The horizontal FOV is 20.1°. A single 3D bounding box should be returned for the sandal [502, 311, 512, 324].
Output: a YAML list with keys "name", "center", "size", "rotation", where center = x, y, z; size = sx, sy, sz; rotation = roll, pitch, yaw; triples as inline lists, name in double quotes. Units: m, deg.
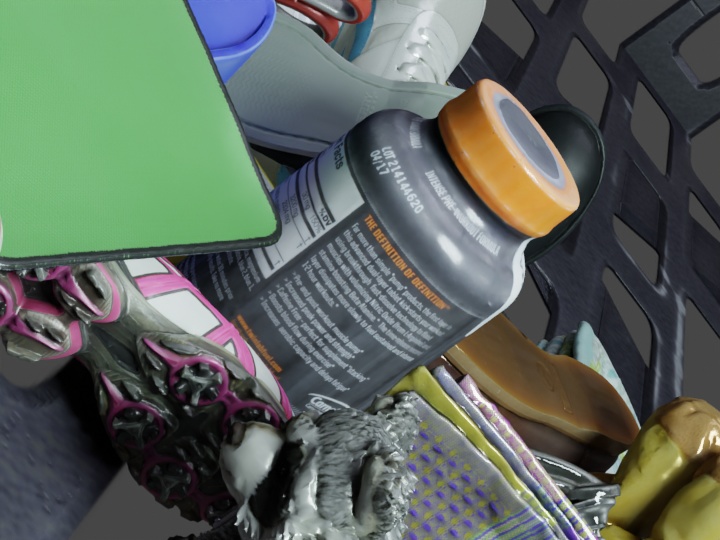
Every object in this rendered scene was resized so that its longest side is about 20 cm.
- name: "sandal"
  center: [0.076, 0.098, 1.225]
  size: [0.075, 0.045, 0.200]
  rotation: [24, 48, -50]

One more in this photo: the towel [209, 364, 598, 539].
- name: "towel"
  center: [0.041, 0.145, 0.813]
  size: [0.200, 0.144, 0.023]
  rotation: [52, 29, -3]

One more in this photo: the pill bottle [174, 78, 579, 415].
- name: "pill bottle"
  center: [0.000, 0.000, 0.910]
  size: [0.106, 0.200, 0.106]
  rotation: [45, 21, -23]

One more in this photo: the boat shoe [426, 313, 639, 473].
- name: "boat shoe"
  center: [0.066, 0.066, 1.033]
  size: [0.200, 0.070, 0.070]
  rotation: [35, 30, -44]

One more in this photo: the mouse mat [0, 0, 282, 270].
- name: "mouse mat"
  center: [-0.122, -0.092, 0.820]
  size: [0.161, 0.008, 0.200]
  rotation: [-6, 65, -46]

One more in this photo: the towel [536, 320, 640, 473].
- name: "towel"
  center: [0.144, 0.136, 1.225]
  size: [0.200, 0.048, 0.171]
  rotation: [-55, 125, -69]

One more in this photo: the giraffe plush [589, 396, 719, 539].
- name: "giraffe plush"
  center: [0.094, 0.153, 0.971]
  size: [0.162, 0.200, 0.173]
  rotation: [18, 24, -35]

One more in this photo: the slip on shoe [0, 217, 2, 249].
- name: "slip on shoe"
  center: [-0.187, -0.061, 0.713]
  size: [0.200, 0.074, 0.061]
  rotation: [54, -20, 20]

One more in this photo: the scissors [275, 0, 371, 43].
- name: "scissors"
  center: [-0.089, -0.163, 1.000]
  size: [0.200, 0.014, 0.073]
  rotation: [26, -19, -7]

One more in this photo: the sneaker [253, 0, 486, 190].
- name: "sneaker"
  center: [0.013, -0.091, 1.127]
  size: [0.081, 0.200, 0.077]
  rotation: [22, -22, 45]

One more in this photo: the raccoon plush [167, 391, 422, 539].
- name: "raccoon plush"
  center: [0.005, 0.132, 0.785]
  size: [0.200, 0.134, 0.097]
  rotation: [42, 19, -34]

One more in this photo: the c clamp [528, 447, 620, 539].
- name: "c clamp"
  center: [0.083, 0.168, 0.883]
  size: [0.027, 0.171, 0.200]
  rotation: [140, -61, -78]

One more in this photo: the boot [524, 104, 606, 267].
- name: "boot"
  center: [0.047, -0.015, 1.099]
  size: [0.073, 0.198, 0.162]
  rotation: [52, 10, 4]

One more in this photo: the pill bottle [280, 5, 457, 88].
- name: "pill bottle"
  center: [-0.026, -0.111, 1.218]
  size: [0.200, 0.111, 0.111]
  rotation: [35, 25, -47]

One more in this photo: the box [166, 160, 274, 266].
- name: "box"
  center: [-0.115, -0.083, 1.037]
  size: [0.200, 0.048, 0.117]
  rotation: [59, 18, 9]

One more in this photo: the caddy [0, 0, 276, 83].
- name: "caddy"
  center: [-0.137, -0.119, 0.916]
  size: [0.200, 0.105, 0.142]
  rotation: [-14, 71, -49]

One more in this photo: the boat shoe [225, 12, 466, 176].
- name: "boat shoe"
  center: [-0.015, -0.071, 1.014]
  size: [0.200, 0.076, 0.060]
  rotation: [25, -24, 12]

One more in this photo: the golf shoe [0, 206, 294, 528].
- name: "golf shoe"
  center: [-0.088, 0.025, 0.845]
  size: [0.200, 0.073, 0.092]
  rotation: [47, 21, -23]
